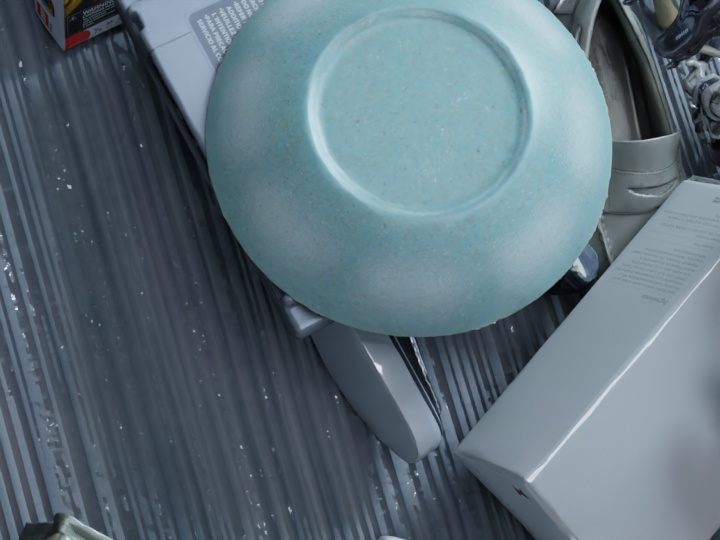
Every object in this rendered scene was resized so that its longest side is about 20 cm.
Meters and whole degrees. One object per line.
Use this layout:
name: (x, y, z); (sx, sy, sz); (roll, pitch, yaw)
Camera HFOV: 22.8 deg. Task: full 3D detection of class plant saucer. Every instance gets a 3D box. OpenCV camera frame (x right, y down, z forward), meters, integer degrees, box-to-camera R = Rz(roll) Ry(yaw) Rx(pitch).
plant saucer: (0.026, -0.070, 0.851); (0.200, 0.039, 0.202); (2, 72, -5)

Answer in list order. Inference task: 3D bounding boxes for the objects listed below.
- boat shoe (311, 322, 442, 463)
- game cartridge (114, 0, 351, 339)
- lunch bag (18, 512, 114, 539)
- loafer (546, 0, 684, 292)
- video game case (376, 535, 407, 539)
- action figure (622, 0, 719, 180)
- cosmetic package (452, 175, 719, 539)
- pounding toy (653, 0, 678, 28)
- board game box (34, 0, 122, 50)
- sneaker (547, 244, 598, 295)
boat shoe: (0.000, 0.000, 0.924); (0.068, 0.072, 0.201); (-26, 80, -20)
game cartridge: (-0.020, -0.080, 0.888); (0.133, 0.042, 0.201); (-25, 77, -16)
lunch bag: (-0.096, 0.227, 0.811); (0.199, 0.118, 0.165); (31, 70, -12)
loafer: (0.143, -0.057, 0.975); (0.070, 0.070, 0.201); (-17, 87, -23)
video game case: (0.083, 0.249, 0.916); (0.199, 0.023, 0.183); (17, 74, -14)
action figure: (0.221, -0.098, 0.959); (0.102, 0.119, 0.200); (-34, 129, 7)
cosmetic package: (0.158, 0.063, 0.921); (0.200, 0.081, 0.113); (-46, 114, -11)
pounding toy: (0.119, -0.254, 0.969); (0.141, 0.184, 0.201); (-2, 78, -6)
board game box: (-0.074, -0.199, 0.909); (0.199, 0.126, 0.035); (-30, 70, -21)
sneaker: (0.069, -0.078, 0.957); (0.086, 0.078, 0.200); (-41, 92, -25)
